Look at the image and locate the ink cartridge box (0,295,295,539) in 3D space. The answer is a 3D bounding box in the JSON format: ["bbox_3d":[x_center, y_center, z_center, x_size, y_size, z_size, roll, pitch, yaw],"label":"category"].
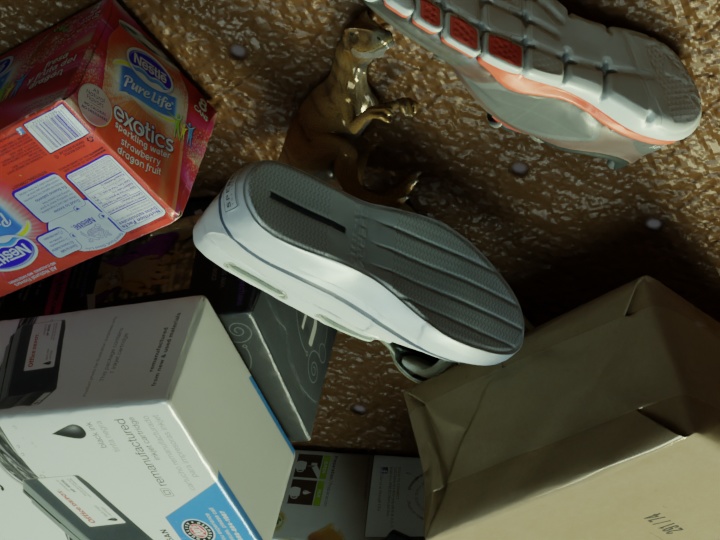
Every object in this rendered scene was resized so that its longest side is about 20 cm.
[{"bbox_3d":[-0.161,0.102,0.903,0.199,0.084,0.145,-8,132,22],"label":"ink cartridge box"}]

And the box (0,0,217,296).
[{"bbox_3d":[-0.194,-0.061,0.888,0.200,0.096,0.100,-21,127,32],"label":"box"}]

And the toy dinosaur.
[{"bbox_3d":[-0.023,-0.067,0.879,0.106,0.060,0.200,36,124,-6],"label":"toy dinosaur"}]

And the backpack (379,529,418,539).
[{"bbox_3d":[0.051,0.275,1.016,0.177,0.151,0.200,16,163,15],"label":"backpack"}]

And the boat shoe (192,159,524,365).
[{"bbox_3d":[0.000,0.000,0.852,0.200,0.074,0.067,31,143,-24],"label":"boat shoe"}]

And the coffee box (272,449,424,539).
[{"bbox_3d":[0.021,0.199,1.121,0.199,0.080,0.115,2,138,13],"label":"coffee box"}]

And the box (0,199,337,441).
[{"bbox_3d":[-0.130,0.035,0.966,0.199,0.106,0.122,-4,135,19],"label":"box"}]

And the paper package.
[{"bbox_3d":[0.158,0.113,0.926,0.190,0.104,0.200,-29,144,28],"label":"paper package"}]

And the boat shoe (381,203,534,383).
[{"bbox_3d":[0.050,0.042,0.955,0.075,0.069,0.200,-26,125,35],"label":"boat shoe"}]

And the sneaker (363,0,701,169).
[{"bbox_3d":[0.076,-0.102,0.794,0.200,0.077,0.082,26,142,-13],"label":"sneaker"}]
